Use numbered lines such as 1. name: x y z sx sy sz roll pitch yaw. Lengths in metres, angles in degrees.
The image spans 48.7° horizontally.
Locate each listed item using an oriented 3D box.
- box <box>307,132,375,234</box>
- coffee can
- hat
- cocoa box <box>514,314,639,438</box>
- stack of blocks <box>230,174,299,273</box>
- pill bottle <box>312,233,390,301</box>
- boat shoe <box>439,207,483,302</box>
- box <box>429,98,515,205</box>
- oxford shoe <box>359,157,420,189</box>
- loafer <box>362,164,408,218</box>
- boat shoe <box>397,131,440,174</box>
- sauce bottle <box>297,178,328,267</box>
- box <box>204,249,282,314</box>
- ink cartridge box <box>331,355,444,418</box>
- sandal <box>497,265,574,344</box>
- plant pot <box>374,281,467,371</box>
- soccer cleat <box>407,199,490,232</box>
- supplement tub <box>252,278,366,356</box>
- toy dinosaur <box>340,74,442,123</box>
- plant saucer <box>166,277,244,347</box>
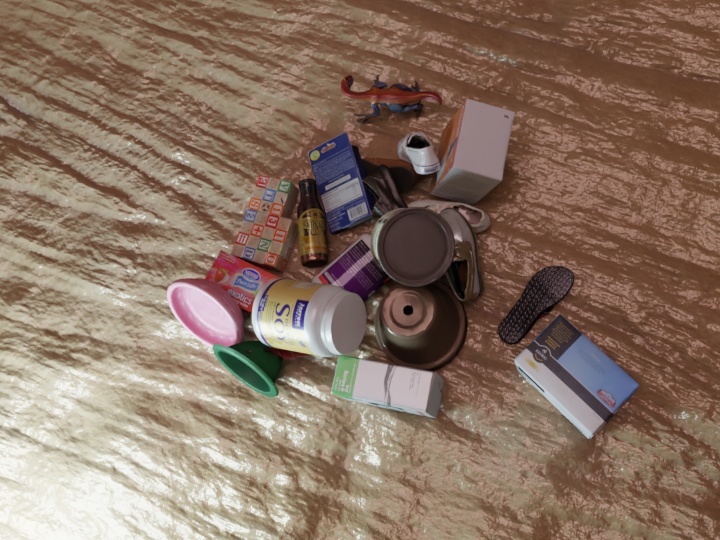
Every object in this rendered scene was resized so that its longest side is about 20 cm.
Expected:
1. box: -0.042 -0.196 1.787 0.121 0.032 0.201 -22 79 32
2. coffee can: 0.097 -0.051 1.561 0.145 0.200 0.147 0 94 -3
3. hat: -0.193 0.161 1.731 0.200 0.165 0.176 47 64 -21
4. cocoa box: 0.417 0.206 1.543 0.131 0.133 0.200 -45 70 -2
5. stack of blocks: -0.205 -0.107 1.825 0.115 0.059 0.201 14 79 17
6. pill bottle: 0.000 0.000 1.716 0.200 0.112 0.113 -41 70 1
7. boat shoe: 0.204 -0.033 1.658 0.074 0.068 0.201 -18 93 32
8. box: 0.230 -0.242 1.665 0.106 0.200 0.153 14 78 -6
9. oxford shoe: 0.047 -0.222 1.797 0.199 0.071 0.072 12 122 28
10. loafer: 0.063 -0.128 1.710 0.071 0.073 0.201 -24 73 -4
11. boat shoe: 0.126 -0.268 1.726 0.073 0.066 0.200 -17 26 -10
12. sauce bottle: -0.113 -0.109 1.799 0.066 0.066 0.201 -11 74 11
13. box: -0.239 0.045 1.772 0.199 0.095 0.100 25 81 19
14. ink cartridge box: 0.059 0.236 1.619 0.199 0.146 0.085 9 78 17
15. sandal: 0.362 0.069 1.649 0.200 0.045 0.075 -50 63 13
16. plant pot: 0.113 0.097 1.629 0.199 0.175 0.201 -4 73 13
17. soccer cleat: 0.181 -0.123 1.722 0.199 0.078 0.070 8 77 16
18. supplement tub: -0.103 0.096 1.608 0.199 0.145 0.146 6 76 34
19. toy dinosaur: 0.054 -0.405 1.790 0.181 0.200 0.106 2 84 -31
20. plant saucer: -0.332 0.090 1.748 0.200 0.201 0.051 23 50 19
